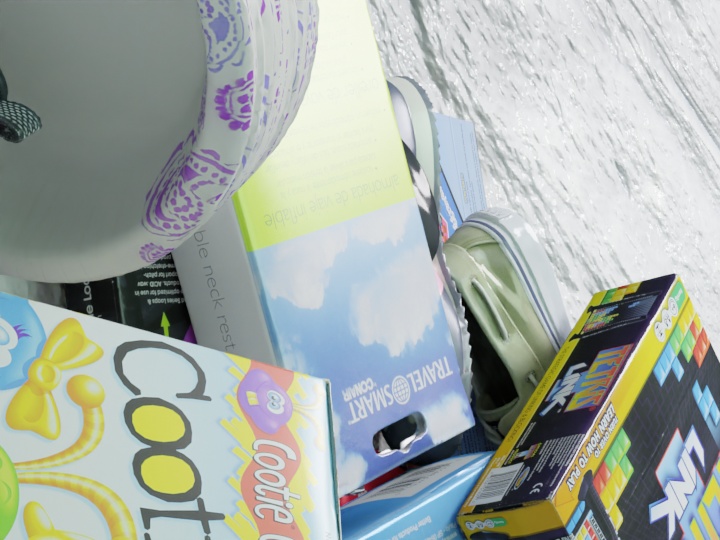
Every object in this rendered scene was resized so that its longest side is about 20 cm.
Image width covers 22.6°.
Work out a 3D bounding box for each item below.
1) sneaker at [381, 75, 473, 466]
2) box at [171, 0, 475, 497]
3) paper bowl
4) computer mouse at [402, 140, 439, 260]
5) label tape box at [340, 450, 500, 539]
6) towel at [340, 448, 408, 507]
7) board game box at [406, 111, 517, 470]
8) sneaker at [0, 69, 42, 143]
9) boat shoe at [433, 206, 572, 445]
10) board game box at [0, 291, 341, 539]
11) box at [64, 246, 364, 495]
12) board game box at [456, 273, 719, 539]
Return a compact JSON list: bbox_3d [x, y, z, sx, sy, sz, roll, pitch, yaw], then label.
[{"bbox_3d":[0.000,0.000,0.892,0.082,0.070,0.201,0,74,-37],"label":"sneaker"},{"bbox_3d":[-0.023,-0.012,0.763,0.122,0.047,0.201,-20,97,-51],"label":"box"},{"bbox_3d":[-0.108,-0.105,0.639,0.201,0.200,0.104,63,35,-16],"label":"paper bowl"},{"bbox_3d":[-0.026,-0.082,0.852,0.201,0.058,0.034,56,-9,4],"label":"computer mouse"},{"bbox_3d":[0.035,0.200,0.815,0.143,0.066,0.201,-20,95,-54],"label":"label tape box"},{"bbox_3d":[0.024,0.194,0.872,0.144,0.022,0.201,34,51,-44],"label":"towel"},{"bbox_3d":[0.044,0.010,0.980,0.103,0.019,0.201,9,70,-56],"label":"board game box"},{"bbox_3d":[-0.148,-0.019,0.596,0.201,0.139,0.078,61,36,-17],"label":"sneaker"},{"bbox_3d":[0.087,0.066,0.959,0.062,0.072,0.201,-32,103,-30],"label":"boat shoe"},{"bbox_3d":[-0.117,0.077,0.561,0.199,0.105,0.103,17,47,-26],"label":"board game box"},{"bbox_3d":[-0.066,0.006,0.773,0.143,0.036,0.201,-1,80,-52],"label":"box"},{"bbox_3d":[0.138,0.123,0.882,0.166,0.056,0.200,61,37,-17],"label":"board game box"}]
